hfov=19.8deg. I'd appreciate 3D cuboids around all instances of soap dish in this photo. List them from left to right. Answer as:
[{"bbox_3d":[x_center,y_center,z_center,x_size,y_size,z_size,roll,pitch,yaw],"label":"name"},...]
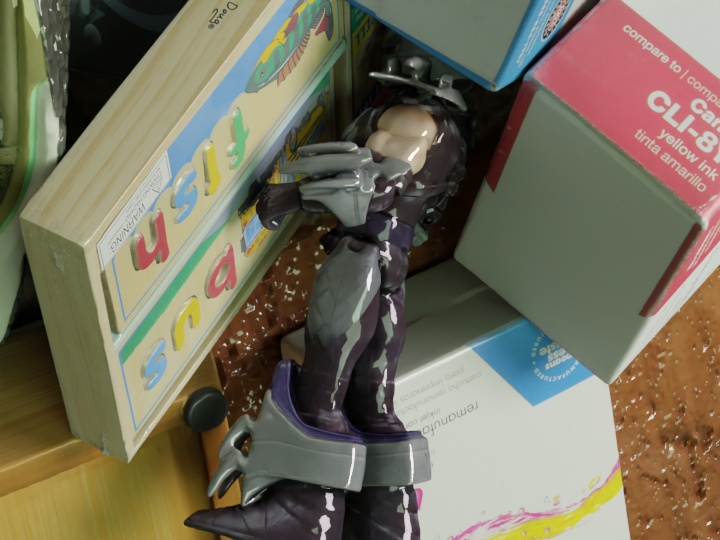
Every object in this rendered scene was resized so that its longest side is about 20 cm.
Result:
[{"bbox_3d":[-0.110,0.120,0.770,0.157,0.081,0.200,-20,118,-23],"label":"soap dish"}]

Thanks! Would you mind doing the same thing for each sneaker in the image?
[{"bbox_3d":[-0.143,-0.039,0.654,0.088,0.077,0.200,7,137,-18],"label":"sneaker"}]

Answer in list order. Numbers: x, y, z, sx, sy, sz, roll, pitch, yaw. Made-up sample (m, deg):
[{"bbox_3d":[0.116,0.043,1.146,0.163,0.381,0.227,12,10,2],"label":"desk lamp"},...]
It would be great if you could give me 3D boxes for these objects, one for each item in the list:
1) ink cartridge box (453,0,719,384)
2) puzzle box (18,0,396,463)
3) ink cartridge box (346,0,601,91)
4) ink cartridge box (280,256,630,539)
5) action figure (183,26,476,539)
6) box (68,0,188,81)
[{"bbox_3d":[0.139,-0.073,0.776,0.200,0.083,0.145,-45,167,-23],"label":"ink cartridge box"},{"bbox_3d":[-0.041,-0.045,0.697,0.200,0.025,0.133,-56,162,-28],"label":"puzzle box"},{"bbox_3d":[0.083,-0.150,0.735,0.200,0.068,0.116,-34,153,-56],"label":"ink cartridge box"},{"bbox_3d":[0.047,0.101,0.867,0.116,0.067,0.200,-25,121,-21],"label":"ink cartridge box"},{"bbox_3d":[0.000,0.000,0.727,0.130,0.069,0.200,21,81,-69],"label":"action figure"},{"bbox_3d":[-0.107,-0.150,0.681,0.200,0.044,0.161,8,105,-34],"label":"box"}]
